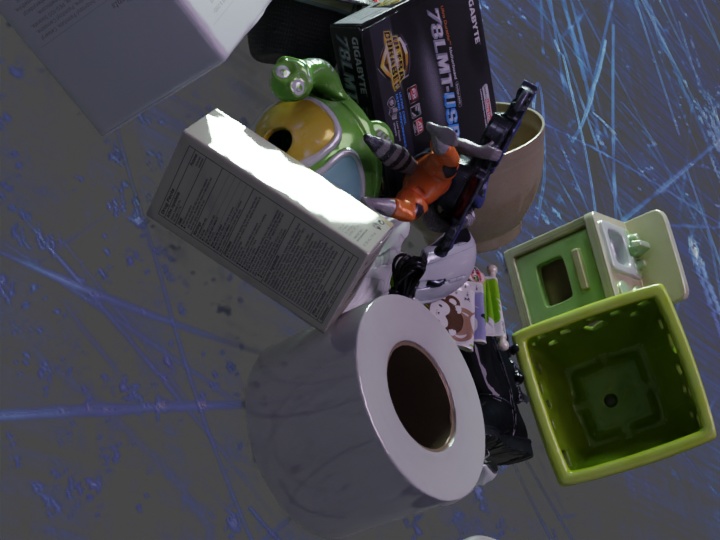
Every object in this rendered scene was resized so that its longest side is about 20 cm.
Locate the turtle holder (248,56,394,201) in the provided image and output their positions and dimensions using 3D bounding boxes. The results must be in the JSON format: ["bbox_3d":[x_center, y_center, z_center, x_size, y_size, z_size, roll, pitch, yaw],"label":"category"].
[{"bbox_3d":[-0.049,-0.113,1.325,0.141,0.186,0.132,46,49,11],"label":"turtle holder"}]

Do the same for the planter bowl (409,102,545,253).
[{"bbox_3d":[0.125,-0.102,1.589,0.200,0.199,0.135,-53,140,-55],"label":"planter bowl"}]

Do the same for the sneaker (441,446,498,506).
[{"bbox_3d":[0.054,0.155,1.391,0.200,0.081,0.075,53,12,19],"label":"sneaker"}]

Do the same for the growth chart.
[{"bbox_3d":[0.085,0.032,1.514,0.199,0.018,0.145,14,46,-28],"label":"growth chart"}]

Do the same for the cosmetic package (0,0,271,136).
[{"bbox_3d":[-0.207,-0.267,1.198,0.200,0.166,0.168,52,34,-19],"label":"cosmetic package"}]

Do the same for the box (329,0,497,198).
[{"bbox_3d":[0.063,-0.196,1.416,0.198,0.050,0.201,-32,122,-39],"label":"box"}]

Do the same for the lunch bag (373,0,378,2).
[{"bbox_3d":[0.042,-0.314,1.696,0.176,0.082,0.201,38,39,-32],"label":"lunch bag"}]

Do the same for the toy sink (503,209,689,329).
[{"bbox_3d":[0.306,0.005,1.753,0.112,0.199,0.131,13,59,-53],"label":"toy sink"}]

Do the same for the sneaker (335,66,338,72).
[{"bbox_3d":[-0.025,-0.194,1.516,0.075,0.115,0.200,48,1,-27],"label":"sneaker"}]

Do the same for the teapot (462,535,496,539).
[{"bbox_3d":[0.127,0.367,1.301,0.200,0.146,0.197,37,10,-6],"label":"teapot"}]

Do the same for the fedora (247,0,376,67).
[{"bbox_3d":[-0.068,-0.265,1.457,0.200,0.200,0.092,4,101,-55],"label":"fedora"}]

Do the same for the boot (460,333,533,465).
[{"bbox_3d":[0.128,0.131,1.522,0.198,0.073,0.163,21,52,-53],"label":"boot"}]

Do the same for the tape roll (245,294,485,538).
[{"bbox_3d":[0.007,0.139,1.269,0.202,0.139,0.204,36,41,-39],"label":"tape roll"}]

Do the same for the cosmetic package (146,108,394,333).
[{"bbox_3d":[-0.082,-0.046,1.217,0.200,0.104,0.073,35,33,5],"label":"cosmetic package"}]

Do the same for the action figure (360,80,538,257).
[{"bbox_3d":[0.085,-0.118,1.333,0.104,0.201,0.193,33,12,16],"label":"action figure"}]

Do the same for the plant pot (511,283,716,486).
[{"bbox_3d":[0.313,0.149,1.657,0.181,0.199,0.200,41,31,-75],"label":"plant pot"}]

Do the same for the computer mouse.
[{"bbox_3d":[0.084,0.004,1.451,0.044,0.110,0.200,25,31,20],"label":"computer mouse"}]

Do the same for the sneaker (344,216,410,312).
[{"bbox_3d":[0.000,0.000,1.437,0.200,0.075,0.100,-43,120,-53],"label":"sneaker"}]
